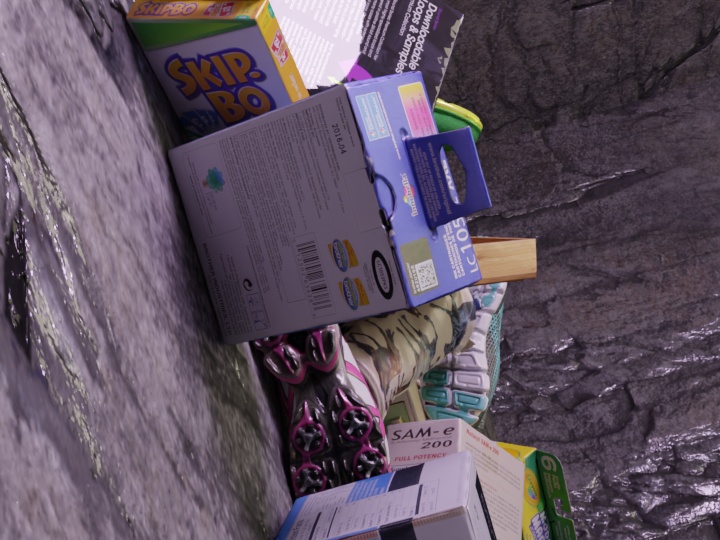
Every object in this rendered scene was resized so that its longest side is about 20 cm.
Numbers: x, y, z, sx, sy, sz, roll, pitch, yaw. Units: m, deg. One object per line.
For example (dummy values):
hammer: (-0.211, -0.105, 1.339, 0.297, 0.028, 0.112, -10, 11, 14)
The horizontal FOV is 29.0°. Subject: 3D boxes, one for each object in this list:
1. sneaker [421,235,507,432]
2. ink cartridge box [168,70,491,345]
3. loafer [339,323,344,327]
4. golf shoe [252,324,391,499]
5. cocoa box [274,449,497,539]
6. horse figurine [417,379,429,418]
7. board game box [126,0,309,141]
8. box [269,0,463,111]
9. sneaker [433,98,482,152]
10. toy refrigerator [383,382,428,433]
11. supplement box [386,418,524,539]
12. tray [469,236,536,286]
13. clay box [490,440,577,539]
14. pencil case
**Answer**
sneaker: (0.100, 0.065, 1.311, 0.091, 0.077, 0.201, 64, 36, -61)
ink cartridge box: (-0.014, -0.037, 0.852, 0.076, 0.200, 0.137, -19, 94, -45)
loafer: (0.000, 0.000, 1.247, 0.076, 0.067, 0.200, 31, -29, 22)
golf shoe: (-0.022, 0.100, 1.007, 0.092, 0.072, 0.201, 28, 46, -82)
cocoa box: (0.035, 0.239, 0.892, 0.133, 0.131, 0.201, -49, 123, -81)
horse figurine: (0.048, 0.068, 1.365, 0.200, 0.050, 0.133, -90, 179, -82)
board game box: (-0.081, -0.115, 0.930, 0.200, 0.095, 0.030, 68, 35, -46)
box: (-0.030, -0.173, 1.003, 0.036, 0.200, 0.143, -39, -152, 56)
sneaker: (-0.004, -0.088, 1.076, 0.074, 0.199, 0.084, 111, -30, -85)
toy refrigerator: (0.038, 0.197, 1.243, 0.070, 0.076, 0.201, -75, 149, -76)
supplement box: (0.073, 0.235, 1.129, 0.126, 0.073, 0.201, 40, 49, -49)
tray: (0.035, -0.003, 1.114, 0.099, 0.200, 0.037, 4, -81, 52)
clay box: (0.106, 0.216, 1.296, 0.048, 0.200, 0.115, -28, 111, -39)
pencil case: (0.029, 0.066, 1.169, 0.089, 0.078, 0.200, 46, 38, 5)
